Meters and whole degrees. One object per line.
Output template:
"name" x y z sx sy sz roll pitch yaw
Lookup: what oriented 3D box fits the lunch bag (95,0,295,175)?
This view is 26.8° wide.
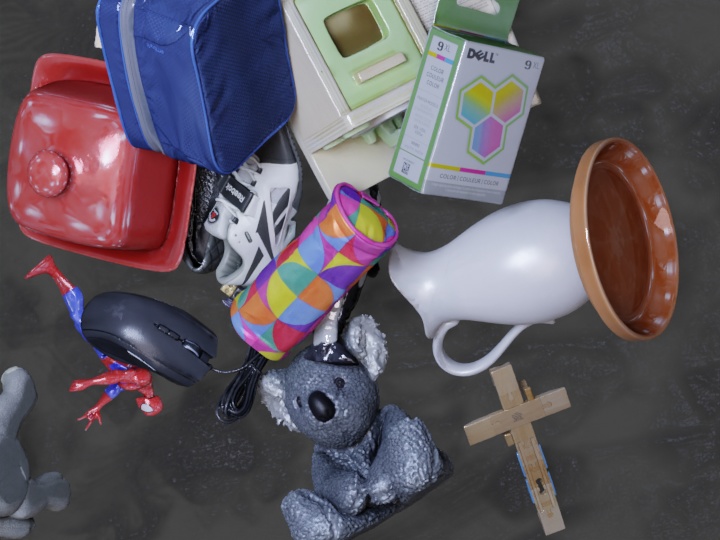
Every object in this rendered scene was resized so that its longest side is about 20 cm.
"lunch bag" -0.153 -0.191 1.384 0.132 0.136 0.201 20 136 28

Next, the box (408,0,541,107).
"box" 0.098 -0.242 1.492 0.094 0.078 0.201 -21 101 6

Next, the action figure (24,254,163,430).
"action figure" -0.292 0.090 1.579 0.099 0.065 0.200 -43 98 -9

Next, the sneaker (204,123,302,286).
"sneaker" -0.110 -0.068 1.502 0.088 0.074 0.201 -14 123 -28

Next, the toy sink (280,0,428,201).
"toy sink" -0.003 -0.186 1.453 0.130 0.112 0.201 -28 94 -27

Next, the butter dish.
"butter dish" -0.273 -0.101 1.482 0.199 0.148 0.201 14 104 17

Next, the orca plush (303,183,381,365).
"orca plush" 0.000 0.000 1.546 0.071 0.105 0.201 15 68 -38

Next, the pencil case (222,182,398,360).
"pencil case" -0.049 0.002 1.482 0.088 0.088 0.200 42 123 -7

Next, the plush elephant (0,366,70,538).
"plush elephant" -0.422 0.222 1.576 0.154 0.200 0.166 -10 110 22

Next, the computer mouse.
"computer mouse" -0.176 0.053 1.551 0.199 0.046 0.141 29 61 1

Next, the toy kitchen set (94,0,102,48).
"toy kitchen set" -0.162 -0.299 1.443 0.179 0.163 0.201 9 103 -1

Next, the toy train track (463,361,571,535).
"toy train track" 0.176 0.187 1.612 0.114 0.033 0.201 -20 107 -1

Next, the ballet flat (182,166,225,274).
"ballet flat" -0.163 -0.095 1.542 0.066 0.057 0.201 -6 101 4

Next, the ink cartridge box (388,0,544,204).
"ink cartridge box" 0.106 -0.168 1.413 0.103 0.059 0.201 5 107 -39

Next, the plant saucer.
"plant saucer" 0.257 -0.029 1.487 0.032 0.200 0.201 -12 104 35

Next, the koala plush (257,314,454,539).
"koala plush" -0.014 0.162 1.562 0.177 0.184 0.201 -35 78 13

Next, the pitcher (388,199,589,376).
"pitcher" 0.149 0.021 1.540 0.199 0.122 0.172 -15 121 16
